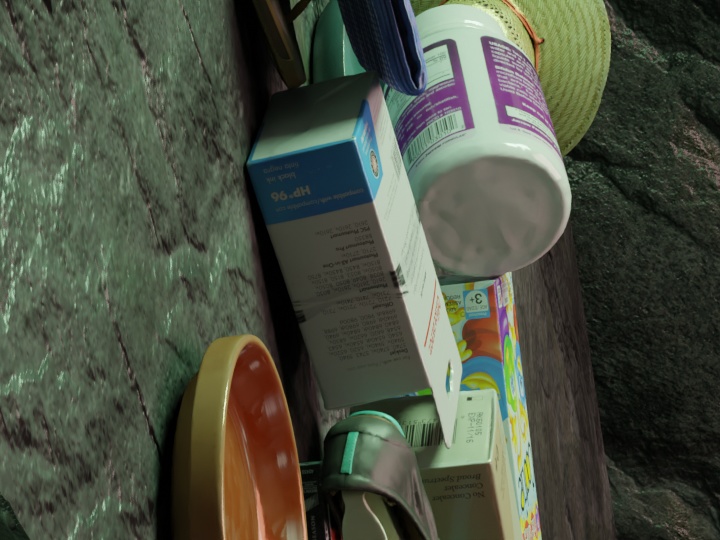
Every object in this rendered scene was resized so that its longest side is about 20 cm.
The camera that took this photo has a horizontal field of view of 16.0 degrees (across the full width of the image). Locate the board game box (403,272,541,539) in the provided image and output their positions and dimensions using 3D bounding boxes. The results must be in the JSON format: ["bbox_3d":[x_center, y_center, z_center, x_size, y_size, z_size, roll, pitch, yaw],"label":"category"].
[{"bbox_3d":[0.058,0.107,1.739,0.103,0.105,0.200,-27,110,-80],"label":"board game box"}]

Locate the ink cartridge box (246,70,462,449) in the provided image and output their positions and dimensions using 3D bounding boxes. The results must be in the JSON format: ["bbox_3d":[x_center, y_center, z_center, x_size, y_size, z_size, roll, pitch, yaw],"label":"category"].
[{"bbox_3d":[0.000,0.000,1.483,0.116,0.068,0.200,-75,150,-65],"label":"ink cartridge box"}]

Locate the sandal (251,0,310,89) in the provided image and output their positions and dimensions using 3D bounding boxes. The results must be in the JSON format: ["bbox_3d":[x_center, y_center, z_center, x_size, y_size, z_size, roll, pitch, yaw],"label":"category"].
[{"bbox_3d":[-0.040,-0.205,1.470,0.080,0.054,0.200,58,28,-71],"label":"sandal"}]

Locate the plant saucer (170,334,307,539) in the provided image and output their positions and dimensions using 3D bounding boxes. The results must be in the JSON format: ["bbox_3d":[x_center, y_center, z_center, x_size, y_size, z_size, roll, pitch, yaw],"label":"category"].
[{"bbox_3d":[-0.057,0.131,1.218,0.200,0.032,0.200,-6,90,-80],"label":"plant saucer"}]

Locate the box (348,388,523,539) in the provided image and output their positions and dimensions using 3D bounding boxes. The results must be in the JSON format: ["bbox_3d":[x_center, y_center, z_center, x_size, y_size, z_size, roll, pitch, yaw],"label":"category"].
[{"bbox_3d":[0.052,0.178,1.560,0.078,0.095,0.200,-82,162,-58],"label":"box"}]

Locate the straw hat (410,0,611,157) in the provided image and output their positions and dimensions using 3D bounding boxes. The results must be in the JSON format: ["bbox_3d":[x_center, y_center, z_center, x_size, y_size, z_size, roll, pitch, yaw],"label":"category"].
[{"bbox_3d":[0.085,-0.155,1.882,0.085,0.201,0.201,-36,121,-64],"label":"straw hat"}]

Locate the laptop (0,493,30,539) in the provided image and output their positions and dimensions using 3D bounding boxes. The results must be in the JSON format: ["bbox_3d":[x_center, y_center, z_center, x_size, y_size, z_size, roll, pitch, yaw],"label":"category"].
[{"bbox_3d":[-0.128,0.186,0.798,0.200,0.103,0.177,59,8,1],"label":"laptop"}]

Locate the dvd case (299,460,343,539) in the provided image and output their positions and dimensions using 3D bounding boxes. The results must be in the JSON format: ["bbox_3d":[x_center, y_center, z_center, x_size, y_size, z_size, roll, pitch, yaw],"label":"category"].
[{"bbox_3d":[-0.009,0.213,1.507,0.146,0.022,0.200,28,56,-80],"label":"dvd case"}]

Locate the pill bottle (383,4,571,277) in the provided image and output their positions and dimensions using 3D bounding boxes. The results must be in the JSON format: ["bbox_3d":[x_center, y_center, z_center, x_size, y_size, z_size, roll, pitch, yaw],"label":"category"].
[{"bbox_3d":[0.074,-0.095,1.743,0.200,0.112,0.112,-99,177,-52],"label":"pill bottle"}]

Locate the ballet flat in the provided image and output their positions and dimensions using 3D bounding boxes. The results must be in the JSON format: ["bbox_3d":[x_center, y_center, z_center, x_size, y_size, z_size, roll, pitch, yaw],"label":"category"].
[{"bbox_3d":[0.018,0.172,1.462,0.068,0.068,0.200,-70,143,-50],"label":"ballet flat"}]

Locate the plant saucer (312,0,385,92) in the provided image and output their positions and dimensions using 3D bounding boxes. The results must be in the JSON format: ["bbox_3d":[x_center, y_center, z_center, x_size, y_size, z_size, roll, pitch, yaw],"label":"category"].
[{"bbox_3d":[-0.004,-0.093,1.721,0.200,0.027,0.200,-5,90,-81],"label":"plant saucer"}]

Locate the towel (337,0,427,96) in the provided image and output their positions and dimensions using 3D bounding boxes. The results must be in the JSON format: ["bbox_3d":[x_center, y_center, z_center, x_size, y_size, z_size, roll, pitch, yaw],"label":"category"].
[{"bbox_3d":[0.002,-0.180,1.491,0.200,0.024,0.145,-130,-155,-77],"label":"towel"}]
